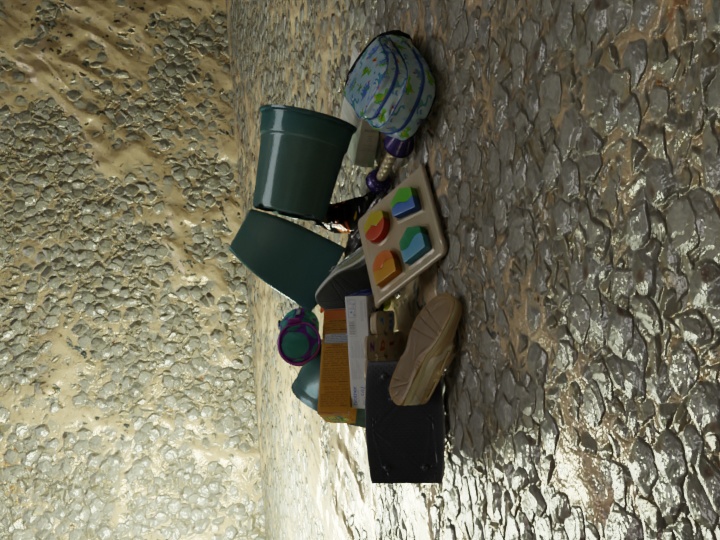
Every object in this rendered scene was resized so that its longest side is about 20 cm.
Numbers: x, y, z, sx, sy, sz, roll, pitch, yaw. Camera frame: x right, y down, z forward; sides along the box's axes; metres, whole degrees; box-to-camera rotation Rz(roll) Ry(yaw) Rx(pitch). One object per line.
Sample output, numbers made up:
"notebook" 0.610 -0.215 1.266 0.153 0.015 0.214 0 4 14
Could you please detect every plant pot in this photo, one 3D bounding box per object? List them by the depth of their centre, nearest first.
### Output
"plant pot" -0.020 0.201 1.792 0.135 0.199 0.200 -69 20 10
"plant pot" -0.154 -0.035 1.818 0.142 0.199 0.141 -60 6 0
"plant pot" -0.124 -0.206 1.819 0.200 0.198 0.198 -172 95 -75

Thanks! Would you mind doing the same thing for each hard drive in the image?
"hard drive" 0.076 0.251 1.529 0.042 0.133 0.202 25 -118 -77

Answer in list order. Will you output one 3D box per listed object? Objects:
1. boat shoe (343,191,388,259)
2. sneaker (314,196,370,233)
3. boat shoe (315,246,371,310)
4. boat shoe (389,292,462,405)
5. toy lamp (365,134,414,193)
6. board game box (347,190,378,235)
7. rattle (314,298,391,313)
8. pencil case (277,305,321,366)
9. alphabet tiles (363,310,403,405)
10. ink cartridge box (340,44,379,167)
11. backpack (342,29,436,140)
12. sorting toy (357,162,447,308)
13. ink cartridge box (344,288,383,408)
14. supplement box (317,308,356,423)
"boat shoe" 0.017 -0.083 1.753 0.057 0.067 0.200 58 141 10
"sneaker" -0.039 -0.107 1.862 0.200 0.089 0.071 165 104 -74
"boat shoe" 0.000 -0.002 1.710 0.074 0.202 0.065 46 -173 -20
"boat shoe" 0.115 0.128 1.464 0.201 0.069 0.074 -63 35 18
"toy lamp" 0.057 -0.206 1.675 0.200 0.058 0.059 121 144 -67
"board game box" 0.009 -0.082 1.914 0.200 0.028 0.137 155 112 -73
"rattle" -0.027 0.017 1.827 0.199 0.129 0.144 3 106 59
"pencil case" -0.119 0.124 1.765 0.200 0.084 0.094 -129 34 -83
"alphabet tiles" 0.041 0.173 1.637 0.195 0.014 0.202 0 -92 -68
"ink cartridge box" 0.005 -0.338 1.879 0.161 0.050 0.202 -112 30 -53
"backpack" 0.049 -0.306 1.547 0.164 0.153 0.201 -52 48 22
"sorting toy" 0.063 -0.061 1.578 0.200 0.036 0.187 -43 47 38
"ink cartridge box" 0.012 0.139 1.648 0.094 0.044 0.202 -17 -75 -70
"supplement box" -0.038 0.175 1.681 0.067 0.068 0.202 63 -154 -62
